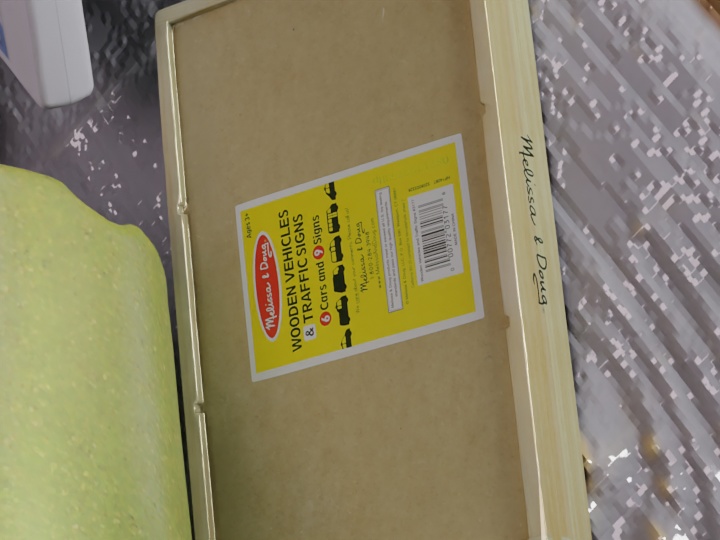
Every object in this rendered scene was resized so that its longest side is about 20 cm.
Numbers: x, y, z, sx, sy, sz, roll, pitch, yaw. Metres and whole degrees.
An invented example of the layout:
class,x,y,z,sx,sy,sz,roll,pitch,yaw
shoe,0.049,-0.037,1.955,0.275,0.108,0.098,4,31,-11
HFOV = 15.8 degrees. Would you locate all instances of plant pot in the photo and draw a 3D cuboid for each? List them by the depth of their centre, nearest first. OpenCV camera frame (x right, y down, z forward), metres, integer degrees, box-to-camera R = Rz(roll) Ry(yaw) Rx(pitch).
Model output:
class,x,y,z,sx,sy,sz,roll,pitch,yaw
plant pot,-0.125,0.077,0.752,0.200,0.200,0.185,-19,55,31

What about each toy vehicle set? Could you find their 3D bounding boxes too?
class,x,y,z,sx,sy,sz,roll,pitch,yaw
toy vehicle set,0.000,0.000,0.782,0.124,0.026,0.201,-15,72,32

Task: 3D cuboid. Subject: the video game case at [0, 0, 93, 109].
class,x,y,z,sx,sy,sz,roll,pitch,yaw
video game case,-0.143,-0.175,0.830,0.200,0.022,0.183,49,151,45
